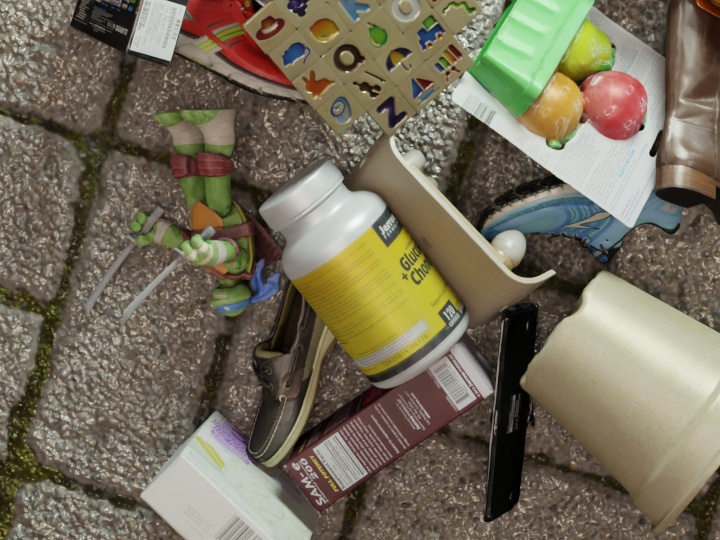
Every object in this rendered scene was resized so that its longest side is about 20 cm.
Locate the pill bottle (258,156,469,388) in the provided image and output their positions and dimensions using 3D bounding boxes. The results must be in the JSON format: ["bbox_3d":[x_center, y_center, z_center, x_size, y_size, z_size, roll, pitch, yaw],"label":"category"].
[{"bbox_3d":[0.000,0.000,1.566,0.112,0.112,0.200,-36,101,8],"label":"pill bottle"}]

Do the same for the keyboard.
[{"bbox_3d":[0.132,0.129,1.625,0.040,0.104,0.200,10,98,27],"label":"keyboard"}]

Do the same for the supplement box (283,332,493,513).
[{"bbox_3d":[0.028,0.138,1.624,0.200,0.109,0.061,-35,94,9],"label":"supplement box"}]

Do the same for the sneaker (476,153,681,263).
[{"bbox_3d":[0.206,-0.045,1.605,0.200,0.078,0.090,-12,99,6],"label":"sneaker"}]

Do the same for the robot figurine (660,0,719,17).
[{"bbox_3d":[0.306,-0.294,1.542,0.200,0.058,0.145,28,57,0],"label":"robot figurine"}]

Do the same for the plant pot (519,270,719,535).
[{"bbox_3d":[0.254,0.105,1.572,0.183,0.200,0.201,36,98,9],"label":"plant pot"}]

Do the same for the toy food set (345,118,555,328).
[{"bbox_3d":[0.078,-0.043,1.587,0.200,0.144,0.060,47,64,1],"label":"toy food set"}]

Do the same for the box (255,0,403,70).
[{"bbox_3d":[-0.009,-0.306,1.543,0.166,0.164,0.200,40,99,-2],"label":"box"}]

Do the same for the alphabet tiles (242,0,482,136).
[{"bbox_3d":[0.003,-0.214,1.463,0.166,0.006,0.200,-41,119,3],"label":"alphabet tiles"}]

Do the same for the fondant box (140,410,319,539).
[{"bbox_3d":[-0.115,0.215,1.599,0.144,0.200,0.058,43,97,-2],"label":"fondant box"}]

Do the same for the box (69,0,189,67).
[{"bbox_3d":[-0.189,-0.294,1.543,0.050,0.200,0.199,16,97,-26],"label":"box"}]

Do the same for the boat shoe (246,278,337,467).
[{"bbox_3d":[-0.072,0.086,1.638,0.065,0.073,0.200,20,89,-28],"label":"boat shoe"}]

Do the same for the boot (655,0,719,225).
[{"bbox_3d":[0.344,-0.145,1.588,0.186,0.064,0.200,19,69,-38],"label":"boot"}]

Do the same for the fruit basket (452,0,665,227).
[{"bbox_3d":[0.196,-0.158,1.565,0.200,0.094,0.185,37,60,-10],"label":"fruit basket"}]

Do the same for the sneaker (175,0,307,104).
[{"bbox_3d":[-0.114,-0.219,1.610,0.200,0.077,0.085,28,93,0],"label":"sneaker"}]

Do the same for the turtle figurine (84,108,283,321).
[{"bbox_3d":[-0.173,-0.050,1.600,0.200,0.144,0.194,-3,93,1],"label":"turtle figurine"}]
